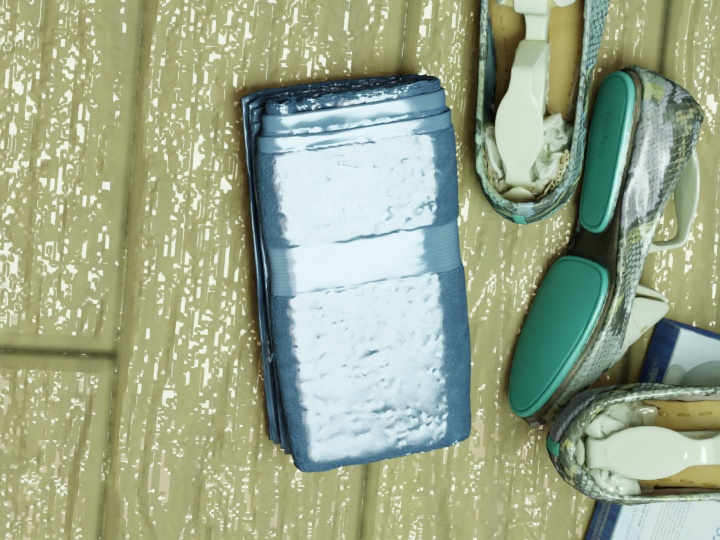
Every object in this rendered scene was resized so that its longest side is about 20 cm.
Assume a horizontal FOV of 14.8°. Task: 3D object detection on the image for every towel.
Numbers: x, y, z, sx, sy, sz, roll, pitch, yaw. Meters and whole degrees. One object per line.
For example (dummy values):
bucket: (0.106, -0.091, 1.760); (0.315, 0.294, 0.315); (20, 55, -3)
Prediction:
towel: (0.000, 0.000, 1.458); (0.111, 0.049, 0.201); (-7, 101, -12)

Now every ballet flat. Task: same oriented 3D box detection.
ballet flat: (0.140, -0.007, 1.480); (0.072, 0.072, 0.201); (15, 97, -15)
ballet flat: (0.194, 0.091, 1.414); (0.200, 0.072, 0.072); (-3, 101, 8)
ballet flat: (0.093, -0.121, 1.442); (0.074, 0.074, 0.201); (-3, 99, -13)

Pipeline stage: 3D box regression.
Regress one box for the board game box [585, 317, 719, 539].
board game box: (0.228, 0.149, 1.540); (0.199, 0.043, 0.201); (17, 95, -15)
